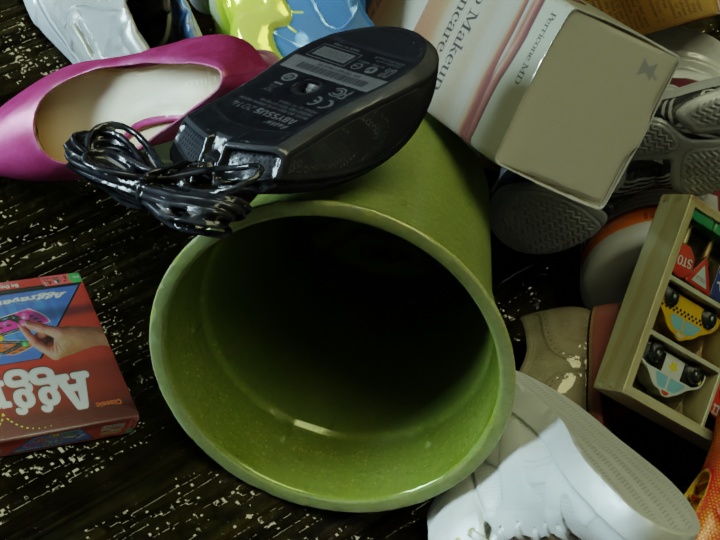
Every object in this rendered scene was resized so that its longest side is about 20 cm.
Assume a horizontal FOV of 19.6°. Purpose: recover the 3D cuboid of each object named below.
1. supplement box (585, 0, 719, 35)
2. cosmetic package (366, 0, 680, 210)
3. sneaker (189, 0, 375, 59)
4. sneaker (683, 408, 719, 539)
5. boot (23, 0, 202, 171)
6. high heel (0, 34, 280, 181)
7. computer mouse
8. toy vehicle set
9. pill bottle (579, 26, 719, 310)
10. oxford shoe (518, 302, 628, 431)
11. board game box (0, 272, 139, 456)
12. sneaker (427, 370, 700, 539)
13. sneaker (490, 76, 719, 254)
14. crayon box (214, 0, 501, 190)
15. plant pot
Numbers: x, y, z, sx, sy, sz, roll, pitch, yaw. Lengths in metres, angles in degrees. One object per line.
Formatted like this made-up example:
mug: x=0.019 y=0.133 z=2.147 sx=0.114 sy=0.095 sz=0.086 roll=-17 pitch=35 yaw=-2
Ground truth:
supplement box: x=0.169 y=-0.188 z=1.394 sx=0.066 sy=0.200 sz=0.069 roll=-32 pitch=103 yaw=-41
cosmetic package: x=0.086 y=-0.127 z=1.232 sx=0.087 sy=0.104 sz=0.200 roll=20 pitch=12 yaw=-33
sneaker: x=-0.054 y=-0.186 z=1.283 sx=0.105 sy=0.076 sz=0.200 roll=-30 pitch=77 yaw=-5
sneaker: x=0.196 y=0.157 z=1.168 sx=0.077 sy=0.073 sz=0.200 roll=18 pitch=69 yaw=-10
boot: x=-0.147 y=-0.162 z=1.294 sx=0.073 sy=0.096 sz=0.200 roll=-15 pitch=60 yaw=-34
high heel: x=-0.144 y=-0.089 z=1.181 sx=0.096 sy=0.199 sz=0.068 roll=-21 pitch=102 yaw=-73
computer mouse: x=-0.042 y=-0.067 z=1.079 sx=0.200 sy=0.053 sz=0.138 roll=-29 pitch=35 yaw=-29
toy vehicle set: x=0.235 y=0.051 z=1.251 sx=0.200 sy=0.026 sz=0.125 roll=28 pitch=76 yaw=-33
pill bottle: x=0.202 y=-0.057 z=1.358 sx=0.114 sy=0.114 sz=0.200 roll=17 pitch=48 yaw=-11
oxford shoe: x=0.114 y=0.109 z=1.227 sx=0.075 sy=0.071 sz=0.200 roll=0 pitch=50 yaw=16
board game box: x=-0.229 y=0.058 z=1.125 sx=0.200 sy=0.019 sz=0.103 roll=-9 pitch=58 yaw=-31
sneaker: x=0.102 y=0.140 z=1.112 sx=0.074 sy=0.116 sz=0.200 roll=26 pitch=8 yaw=-24
sneaker: x=0.165 y=-0.095 z=1.270 sx=0.075 sy=0.200 sz=0.115 roll=44 pitch=32 yaw=-38
crayon box: x=-0.005 y=-0.124 z=1.360 sx=0.200 sy=0.052 sz=0.126 roll=18 pitch=48 yaw=-12
plant pot: x=0.000 y=0.000 z=1.185 sx=0.200 sy=0.200 sz=0.190 roll=25 pitch=34 yaw=-4
